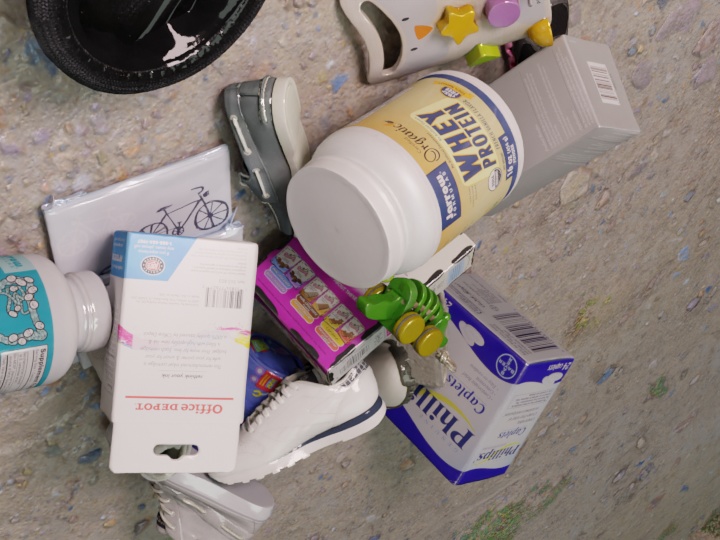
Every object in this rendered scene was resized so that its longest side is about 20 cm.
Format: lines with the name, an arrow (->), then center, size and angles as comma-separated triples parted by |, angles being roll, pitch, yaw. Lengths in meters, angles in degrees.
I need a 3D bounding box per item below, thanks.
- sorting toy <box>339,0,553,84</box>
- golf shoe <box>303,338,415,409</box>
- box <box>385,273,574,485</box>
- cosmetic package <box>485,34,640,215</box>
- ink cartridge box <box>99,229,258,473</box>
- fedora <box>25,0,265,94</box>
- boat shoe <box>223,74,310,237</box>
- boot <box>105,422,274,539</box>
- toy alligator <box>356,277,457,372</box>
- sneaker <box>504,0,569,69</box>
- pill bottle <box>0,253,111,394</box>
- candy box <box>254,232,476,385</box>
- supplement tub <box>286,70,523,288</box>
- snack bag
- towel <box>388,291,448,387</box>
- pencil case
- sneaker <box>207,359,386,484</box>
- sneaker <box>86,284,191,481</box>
sorting toy -> 0.075, -0.247, 0.937 | 0.180, 0.107, 0.200 | -24, 144, 2
golf shoe -> -0.014, 0.128, 1.136 | 0.088, 0.077, 0.200 | -14, 177, -34
box -> 0.133, 0.135, 1.283 | 0.105, 0.184, 0.200 | -4, 127, -46
cosmetic package -> 0.168, -0.141, 1.035 | 0.090, 0.107, 0.200 | -3, 161, -45
ink cartridge box -> -0.160, 0.069, 0.877 | 0.115, 0.068, 0.200 | 5, 91, -24
fedora -> -0.152, -0.225, 0.701 | 0.200, 0.092, 0.201 | -27, 141, -24
boat shoe -> -0.084, -0.103, 0.943 | 0.062, 0.073, 0.200 | 3, 146, 6
boot -> -0.197, 0.239, 1.074 | 0.200, 0.074, 0.096 | 33, 104, -14
toy alligator -> 0.060, 0.047, 0.968 | 0.054, 0.059, 0.200 | -50, 144, 4
sneaker -> 0.203, -0.204, 1.093 | 0.079, 0.095, 0.200 | -23, 138, -27
pill bottle -> -0.303, 0.046, 0.801 | 0.200, 0.111, 0.111 | -10, 132, -42
candy box -> 0.000, 0.000, 1.038 | 0.200, 0.136, 0.061 | -39, 163, -11
supplement tub -> 0.043, -0.085, 0.938 | 0.200, 0.144, 0.144 | -38, 147, -35
snack bag -> -0.191, -0.014, 0.937 | 0.188, 0.021, 0.200 | -24, 140, -28
towel -> 0.034, 0.063, 1.167 | 0.200, 0.132, 0.034 | 83, 23, -50
pencil case -> -0.132, 0.164, 1.127 | 0.087, 0.078, 0.200 | 20, 112, -27
sneaker -> -0.076, 0.152, 1.057 | 0.200, 0.076, 0.081 | -26, 111, -6
sneaker -> -0.199, 0.112, 0.940 | 0.074, 0.116, 0.200 | -25, 140, -23
